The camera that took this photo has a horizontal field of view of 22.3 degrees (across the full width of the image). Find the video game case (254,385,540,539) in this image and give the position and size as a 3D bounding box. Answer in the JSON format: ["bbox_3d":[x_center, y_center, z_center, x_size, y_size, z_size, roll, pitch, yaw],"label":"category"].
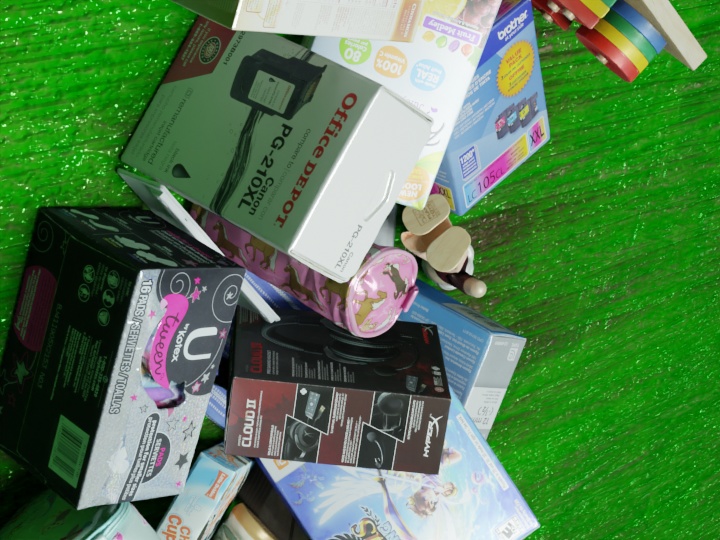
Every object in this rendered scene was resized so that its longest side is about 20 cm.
[{"bbox_3d":[0.033,0.198,1.644,0.181,0.200,0.045,-34,-178,-9],"label":"video game case"}]

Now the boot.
[{"bbox_3d":[-0.016,0.180,1.690,0.200,0.146,0.070,-62,172,9],"label":"boot"}]

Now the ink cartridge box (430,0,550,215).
[{"bbox_3d":[0.095,-0.171,1.662,0.136,0.076,0.200,-41,138,-25],"label":"ink cartridge box"}]

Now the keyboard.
[{"bbox_3d":[-0.130,-0.019,1.493,0.011,0.056,0.200,-51,138,-12],"label":"keyboard"}]

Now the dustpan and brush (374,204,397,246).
[{"bbox_3d":[0.000,0.000,1.624,0.200,0.057,0.140,3,90,-58],"label":"dustpan and brush"}]

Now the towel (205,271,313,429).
[{"bbox_3d":[-0.083,0.045,1.633,0.200,0.024,0.145,-54,142,-10],"label":"towel"}]

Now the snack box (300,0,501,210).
[{"bbox_3d":[0.019,-0.168,1.532,0.142,0.053,0.200,18,102,-15],"label":"snack box"}]

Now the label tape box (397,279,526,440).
[{"bbox_3d":[0.054,0.124,1.747,0.066,0.143,0.200,5,109,-51],"label":"label tape box"}]

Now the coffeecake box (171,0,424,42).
[{"bbox_3d":[-0.067,-0.231,1.359,0.200,0.153,0.073,-4,117,-50],"label":"coffeecake box"}]

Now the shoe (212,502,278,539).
[{"bbox_3d":[-0.101,0.263,1.671,0.053,0.070,0.200,-45,167,-13],"label":"shoe"}]

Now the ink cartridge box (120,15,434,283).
[{"bbox_3d":[-0.065,-0.100,1.408,0.084,0.200,0.145,29,89,-54],"label":"ink cartridge box"}]

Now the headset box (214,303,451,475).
[{"bbox_3d":[-0.032,0.097,1.539,0.200,0.149,0.077,7,112,-5],"label":"headset box"}]

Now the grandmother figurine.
[{"bbox_3d":[0.074,-0.021,1.703,0.060,0.121,0.200,-24,167,1],"label":"grandmother figurine"}]

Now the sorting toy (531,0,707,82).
[{"bbox_3d":[0.187,-0.257,1.619,0.070,0.199,0.200,-48,144,3],"label":"sorting toy"}]

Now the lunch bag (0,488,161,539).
[{"bbox_3d":[-0.263,0.255,1.447,0.200,0.160,0.077,-43,115,-22],"label":"lunch bag"}]

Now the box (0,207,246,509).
[{"bbox_3d":[-0.190,0.066,1.425,0.115,0.132,0.200,-3,115,-48],"label":"box"}]

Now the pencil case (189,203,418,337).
[{"bbox_3d":[-0.047,-0.015,1.485,0.086,0.200,0.083,-34,136,-32],"label":"pencil case"}]

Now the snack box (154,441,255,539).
[{"bbox_3d":[-0.140,0.209,1.576,0.116,0.037,0.200,-60,177,-1],"label":"snack box"}]
